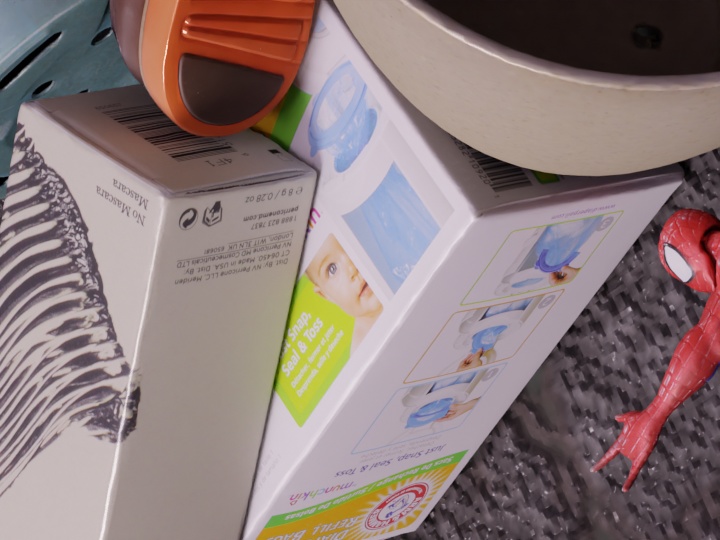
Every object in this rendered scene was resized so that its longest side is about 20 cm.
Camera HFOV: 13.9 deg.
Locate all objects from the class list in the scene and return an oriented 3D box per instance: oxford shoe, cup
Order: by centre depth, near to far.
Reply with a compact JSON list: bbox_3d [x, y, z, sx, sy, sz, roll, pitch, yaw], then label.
[{"bbox_3d":[0.069,-0.107,0.878,0.201,0.199,0.143,59,163,21],"label":"cup"},{"bbox_3d":[-0.044,-0.147,0.921,0.073,0.071,0.201,40,120,45],"label":"oxford shoe"}]

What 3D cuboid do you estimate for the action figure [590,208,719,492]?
[{"bbox_3d":[0.152,0.053,0.883,0.200,0.065,0.099,38,107,37],"label":"action figure"}]

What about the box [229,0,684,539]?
[{"bbox_3d":[0.000,0.000,1.019,0.113,0.101,0.200,55,133,25],"label":"box"}]

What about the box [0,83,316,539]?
[{"bbox_3d":[-0.081,0.044,0.989,0.082,0.068,0.201,31,119,38],"label":"box"}]

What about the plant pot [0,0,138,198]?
[{"bbox_3d":[-0.148,-0.146,1.102,0.197,0.200,0.200,54,133,14],"label":"plant pot"}]
